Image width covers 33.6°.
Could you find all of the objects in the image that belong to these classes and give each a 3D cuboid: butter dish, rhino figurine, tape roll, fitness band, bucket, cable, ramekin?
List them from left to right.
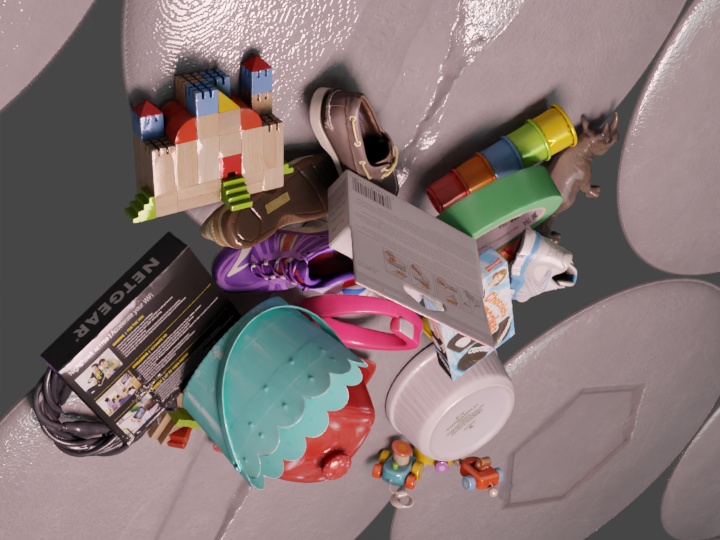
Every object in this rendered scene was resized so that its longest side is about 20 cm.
[{"bbox_3d":[-0.312,0.142,1.424,0.162,0.051,0.201,-24,137,-7],"label":"cable"},{"bbox_3d":[-0.104,0.140,1.413,0.207,0.134,0.207,-47,168,-13],"label":"bucket"},{"bbox_3d":[-0.062,0.220,1.616,0.198,0.148,0.201,15,118,-47],"label":"butter dish"},{"bbox_3d":[0.001,0.067,1.524,0.142,0.038,0.200,3,165,18],"label":"fitness band"},{"bbox_3d":[0.144,0.200,1.807,0.201,0.094,0.204,-22,140,-20],"label":"ramekin"},{"bbox_3d":[0.162,-0.061,1.528,0.199,0.049,0.201,-27,169,-6],"label":"tape roll"},{"bbox_3d":[0.288,-0.132,1.619,0.087,0.060,0.201,23,110,-44],"label":"rhino figurine"}]

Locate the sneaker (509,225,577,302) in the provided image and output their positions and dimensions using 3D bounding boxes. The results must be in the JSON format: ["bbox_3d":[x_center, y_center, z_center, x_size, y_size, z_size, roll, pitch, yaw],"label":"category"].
[{"bbox_3d":[0.246,0.007,1.604,0.200,0.086,0.076,71,40,-76],"label":"sneaker"}]

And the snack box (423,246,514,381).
[{"bbox_3d":[0.150,0.062,1.611,0.116,0.037,0.201,-36,149,-11],"label":"snack box"}]

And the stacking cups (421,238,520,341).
[{"bbox_3d":[0.164,0.017,1.664,0.200,0.061,0.060,-50,141,15],"label":"stacking cups"}]

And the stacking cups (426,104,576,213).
[{"bbox_3d":[0.176,-0.140,1.522,0.199,0.061,0.061,-29,142,-4],"label":"stacking cups"}]

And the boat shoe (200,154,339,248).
[{"bbox_3d":[-0.100,-0.083,1.352,0.199,0.076,0.072,-26,108,-42],"label":"boat shoe"}]

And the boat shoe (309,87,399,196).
[{"bbox_3d":[0.007,-0.136,1.368,0.200,0.059,0.072,56,45,-50],"label":"boat shoe"}]

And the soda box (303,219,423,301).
[{"bbox_3d":[0.000,0.000,1.509,0.199,0.068,0.064,20,114,-48],"label":"soda box"}]

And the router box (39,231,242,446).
[{"bbox_3d":[-0.240,0.078,1.354,0.200,0.051,0.150,-45,134,-15],"label":"router box"}]

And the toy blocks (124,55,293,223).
[{"bbox_3d":[-0.157,-0.142,1.234,0.198,0.100,0.138,-17,126,-27],"label":"toy blocks"}]

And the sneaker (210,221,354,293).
[{"bbox_3d":[-0.081,-0.011,1.373,0.198,0.084,0.081,-11,112,12],"label":"sneaker"}]

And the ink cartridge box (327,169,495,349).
[{"bbox_3d":[0.055,-0.002,1.337,0.199,0.177,0.045,26,129,-28],"label":"ink cartridge box"}]

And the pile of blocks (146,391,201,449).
[{"bbox_3d":[-0.189,0.161,1.523,0.199,0.062,0.082,-39,143,0],"label":"pile of blocks"}]

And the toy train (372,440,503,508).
[{"bbox_3d":[0.119,0.303,1.856,0.198,0.150,0.056,-6,117,-28],"label":"toy train"}]
